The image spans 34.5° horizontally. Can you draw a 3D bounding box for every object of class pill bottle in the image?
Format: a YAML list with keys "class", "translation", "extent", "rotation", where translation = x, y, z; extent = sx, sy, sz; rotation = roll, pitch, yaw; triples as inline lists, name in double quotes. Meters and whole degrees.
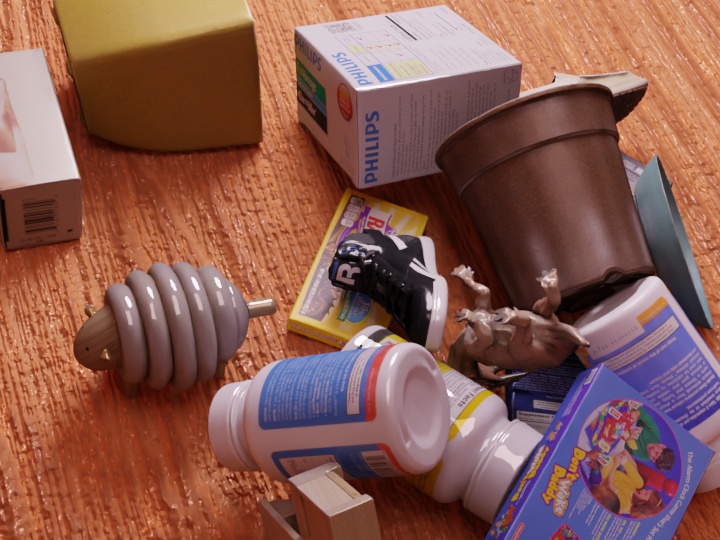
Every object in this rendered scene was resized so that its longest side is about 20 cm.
- class: "pill bottle"
  translation: [0.067, 0.147, 1.096]
  extent: [0.200, 0.114, 0.114]
  rotation: [31, 53, 21]
- class: "pill bottle"
  translation: [0.304, 0.116, 1.146]
  extent: [0.112, 0.112, 0.200]
  rotation: [-35, 91, -31]
- class: "pill bottle"
  translation: [-0.032, 0.128, 1.016]
  extent: [0.200, 0.112, 0.112]
  rotation: [-9, 44, 30]

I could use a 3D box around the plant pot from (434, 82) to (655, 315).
- class: "plant pot"
  translation: [0.204, -0.062, 1.213]
  extent: [0.200, 0.200, 0.199]
  rotation: [-14, 75, -20]

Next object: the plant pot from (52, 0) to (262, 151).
- class: "plant pot"
  translation: [-0.236, -0.254, 1.320]
  extent: [0.200, 0.196, 0.194]
  rotation: [-15, 56, -13]

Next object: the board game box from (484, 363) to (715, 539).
- class: "board game box"
  translation: [0.209, 0.203, 1.016]
  extent: [0.134, 0.045, 0.200]
  rotation: [38, 65, -5]

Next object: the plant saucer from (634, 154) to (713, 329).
- class: "plant saucer"
  translation: [0.338, -0.027, 1.265]
  extent: [0.036, 0.200, 0.200]
  rotation: [-17, 50, 18]

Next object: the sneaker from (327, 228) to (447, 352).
- class: "sneaker"
  translation: [0.023, 0.020, 1.169]
  extent: [0.112, 0.073, 0.200]
  rotation: [7, 23, -7]

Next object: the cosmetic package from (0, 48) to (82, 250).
- class: "cosmetic package"
  translation: [-0.364, -0.133, 1.253]
  extent: [0.087, 0.103, 0.200]
  rotation: [-10, 54, -19]

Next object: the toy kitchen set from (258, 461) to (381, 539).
- class: "toy kitchen set"
  translation: [0.029, 0.238, 1.005]
  extent: [0.180, 0.200, 0.163]
  rotation: [-19, 20, -23]

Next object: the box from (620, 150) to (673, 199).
- class: "box"
  translation: [0.245, -0.098, 1.370]
  extent: [0.200, 0.048, 0.158]
  rotation: [33, 55, 16]

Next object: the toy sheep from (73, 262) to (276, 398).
- class: "toy sheep"
  translation: [-0.179, 0.054, 1.122]
  extent: [0.200, 0.138, 0.138]
  rotation: [-16, 57, -21]

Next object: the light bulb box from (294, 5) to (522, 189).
- class: "light bulb box"
  translation: [0.049, -0.206, 1.334]
  extent: [0.200, 0.125, 0.198]
  rotation: [-13, 35, -19]

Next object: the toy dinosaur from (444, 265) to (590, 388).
- class: "toy dinosaur"
  translation: [0.152, 0.073, 1.128]
  extent: [0.200, 0.136, 0.086]
  rotation: [-1, 39, 37]

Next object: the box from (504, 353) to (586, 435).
- class: "box"
  translation: [0.209, 0.149, 1.182]
  extent: [0.121, 0.032, 0.200]
  rotation: [8, 54, -4]

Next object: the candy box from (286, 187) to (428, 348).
- class: "candy box"
  translation: [0.000, 0.000, 1.264]
  extent: [0.102, 0.026, 0.200]
  rotation: [21, 52, 1]

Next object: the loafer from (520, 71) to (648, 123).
- class: "loafer"
  translation: [0.252, -0.203, 1.373]
  extent: [0.200, 0.076, 0.068]
  rotation: [-19, 64, -23]
